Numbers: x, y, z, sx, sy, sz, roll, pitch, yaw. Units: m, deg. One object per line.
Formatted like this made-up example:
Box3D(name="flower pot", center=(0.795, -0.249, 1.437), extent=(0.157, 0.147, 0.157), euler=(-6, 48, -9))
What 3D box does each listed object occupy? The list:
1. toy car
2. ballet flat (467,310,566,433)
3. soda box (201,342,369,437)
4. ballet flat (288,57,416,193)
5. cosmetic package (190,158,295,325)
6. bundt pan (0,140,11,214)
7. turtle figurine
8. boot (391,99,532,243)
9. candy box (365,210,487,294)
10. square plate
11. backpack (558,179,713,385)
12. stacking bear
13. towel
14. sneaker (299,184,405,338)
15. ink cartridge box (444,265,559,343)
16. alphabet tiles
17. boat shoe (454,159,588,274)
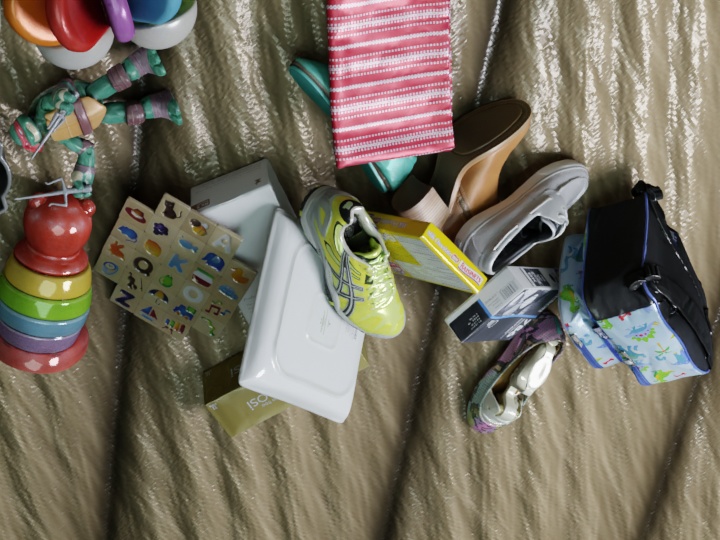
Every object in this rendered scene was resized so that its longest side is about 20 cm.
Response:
Box3D(name="toy car", center=(-0.256, -0.280, 1.392), extent=(0.199, 0.150, 0.176), euler=(-13, 123, 0))
Box3D(name="ballet flat", center=(0.195, 0.142, 1.780), extent=(0.069, 0.071, 0.201), euler=(20, 118, -21))
Box3D(name="soda box", center=(-0.093, 0.121, 1.725), extent=(0.199, 0.068, 0.064), euler=(-29, 123, 10))
Box3D(name="ballet flat", center=(-0.002, -0.175, 1.559), extent=(0.070, 0.067, 0.200), euler=(-44, 122, -8))
Box3D(name="cosmetic package", center=(-0.111, -0.019, 1.631), extent=(0.101, 0.074, 0.201), euler=(-20, 121, 6))
Box3D(name="bundt pan", center=(-0.470, -0.116, 1.509), extent=(0.201, 0.076, 0.203), euler=(-4, 123, -6))
Box3D(name="turtle figurine", center=(-0.294, -0.160, 1.493), extent=(0.199, 0.101, 0.150), euler=(-26, 152, -9))
Box3D(name="boot", center=(0.139, -0.091, 1.630), extent=(0.200, 0.074, 0.155), euler=(-40, 134, 2))
Box3D(name="candy box", center=(0.050, -0.026, 1.585), extent=(0.102, 0.200, 0.026), euler=(41, 77, -29))
Box3D(name="square plate", center=(-0.049, 0.055, 1.596), extent=(0.028, 0.201, 0.198), euler=(2, 164, 37))
Box3D(name="backpack", center=(0.324, 0.035, 1.671), extent=(0.146, 0.184, 0.200), euler=(-20, 130, 29))
Box3D(name="stacking bear", center=(-0.350, 0.003, 1.591), extent=(0.121, 0.114, 0.201), euler=(9, 116, -14))
Box3D(name="towel", center=(0.034, -0.215, 1.508), extent=(0.144, 0.022, 0.201), euler=(-10, 110, -20))
Box3D(name="sneaker", center=(0.000, 0.000, 1.559), extent=(0.075, 0.076, 0.201), euler=(-42, 122, -20))
Box3D(name="ink cartridge box", center=(0.178, 0.039, 1.656), extent=(0.099, 0.039, 0.200), euler=(-43, 163, 19))
Box3D(name="alphabet tiles", center=(-0.212, 0.000, 1.613), extent=(0.166, 0.006, 0.200), euler=(30, 134, -6))
Box3D(name="boat shoe", center=(0.197, -0.059, 1.606), extent=(0.199, 0.068, 0.072), euler=(-28, 138, -30))
